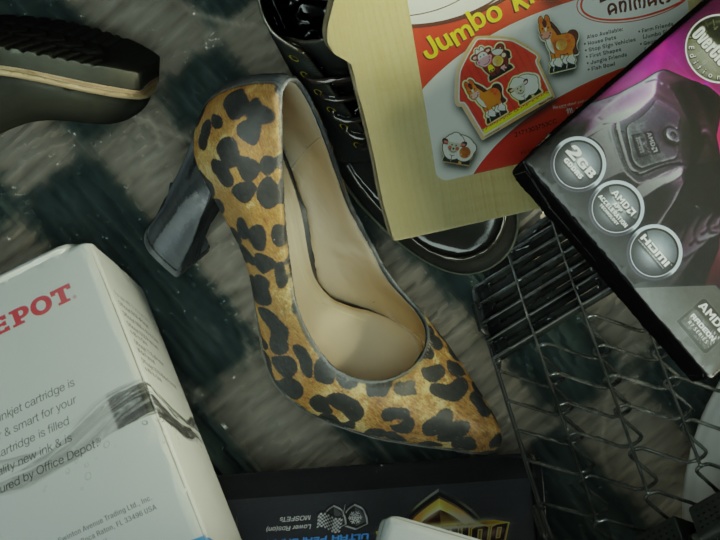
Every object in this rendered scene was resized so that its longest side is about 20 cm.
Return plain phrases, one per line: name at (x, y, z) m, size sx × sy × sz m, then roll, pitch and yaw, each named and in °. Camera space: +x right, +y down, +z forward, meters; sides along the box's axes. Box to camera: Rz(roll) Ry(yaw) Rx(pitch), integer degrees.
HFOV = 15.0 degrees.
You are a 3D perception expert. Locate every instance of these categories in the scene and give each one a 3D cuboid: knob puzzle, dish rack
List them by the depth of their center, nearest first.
knob puzzle at (0.077, -0.128, 1.197) m, size 0.220 × 0.030 × 0.220 m, roll -4°, pitch 108°, yaw -11°
dish rack at (0.133, 0.052, 1.243) m, size 0.153 × 0.055 × 0.200 m, roll -31°, pitch 56°, yaw 22°

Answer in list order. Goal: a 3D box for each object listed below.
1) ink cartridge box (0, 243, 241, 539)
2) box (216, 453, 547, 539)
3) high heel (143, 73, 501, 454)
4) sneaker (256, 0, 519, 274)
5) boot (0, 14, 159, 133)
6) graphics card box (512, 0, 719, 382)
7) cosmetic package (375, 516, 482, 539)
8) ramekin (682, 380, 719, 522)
ink cartridge box at (-0.142, 0.111, 1.252) m, size 0.145 × 0.084 × 0.200 m, roll -26°, pitch 69°, yaw 7°
box at (-0.007, 0.192, 1.279) m, size 0.200 × 0.050 × 0.199 m, roll -3°, pitch 72°, yaw 3°
high heel at (0.000, 0.000, 1.242) m, size 0.200 × 0.071 × 0.143 m, roll 35°, pitch 140°, yaw 1°
sneaker at (0.004, -0.078, 1.242) m, size 0.075 × 0.106 × 0.200 m, roll -33°, pitch 97°, yaw 7°
boot at (-0.194, -0.049, 1.280) m, size 0.200 × 0.077 × 0.138 m, roll 7°, pitch 104°, yaw 15°
graphics card box at (0.179, -0.062, 1.174) m, size 0.200 × 0.051 × 0.125 m, roll -40°, pitch 89°, yaw -4°
cosmetic package at (0.043, 0.228, 1.134) m, size 0.123 × 0.200 × 0.199 m, roll 15°, pitch 76°, yaw 10°
ramekin at (0.254, 0.105, 1.229) m, size 0.202 × 0.094 × 0.202 m, roll -13°, pitch 66°, yaw 33°
